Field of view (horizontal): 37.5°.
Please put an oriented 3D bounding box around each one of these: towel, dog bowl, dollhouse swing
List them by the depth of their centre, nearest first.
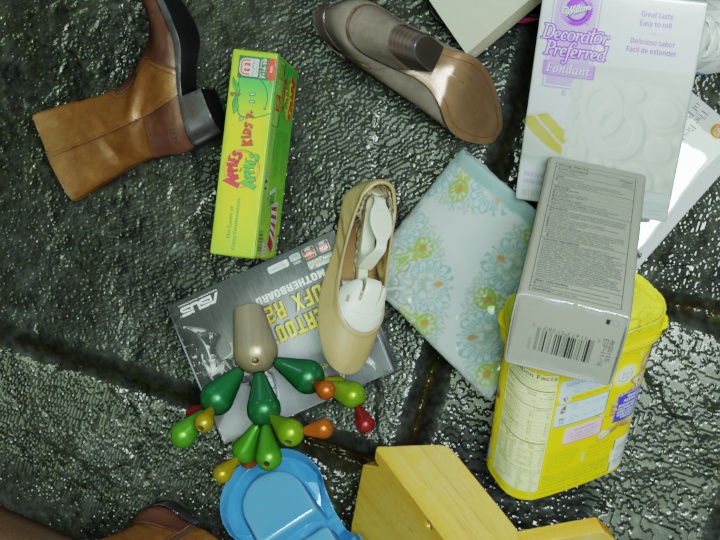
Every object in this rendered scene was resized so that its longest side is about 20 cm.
[{"bbox_3d":[0.113,0.265,1.038,0.175,0.201,0.182,-17,45,-27],"label":"dollhouse swing"},{"bbox_3d":[0.118,0.003,1.054,0.200,0.048,0.171,45,101,24],"label":"towel"},{"bbox_3d":[-0.063,0.274,1.070,0.111,0.050,0.200,-31,55,-9],"label":"dog bowl"}]

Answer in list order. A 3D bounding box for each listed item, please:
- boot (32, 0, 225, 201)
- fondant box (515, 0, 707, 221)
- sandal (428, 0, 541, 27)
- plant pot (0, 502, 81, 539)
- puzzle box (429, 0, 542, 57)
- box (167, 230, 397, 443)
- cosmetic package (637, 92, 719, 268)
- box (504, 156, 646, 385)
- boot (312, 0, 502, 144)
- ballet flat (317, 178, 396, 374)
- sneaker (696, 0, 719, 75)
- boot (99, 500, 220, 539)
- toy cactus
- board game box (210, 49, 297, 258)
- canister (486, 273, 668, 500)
[{"bbox_3d":[-0.260,-0.196,1.141,0.198,0.068,0.190,-19,96,15],"label":"boot"},{"bbox_3d":[0.228,-0.157,0.982,0.143,0.058,0.202,10,111,12],"label":"fondant box"},{"bbox_3d":[0.167,-0.280,1.072,0.198,0.045,0.076,2,93,8],"label":"sandal"},{"bbox_3d":[-0.358,0.345,1.096,0.197,0.200,0.202,18,93,0],"label":"plant pot"},{"bbox_3d":[0.108,-0.330,1.053,0.133,0.025,0.201,-38,71,22],"label":"puzzle box"},{"bbox_3d":[-0.081,0.069,1.113,0.199,0.048,0.160,-23,87,8],"label":"box"},{"bbox_3d":[0.286,-0.076,1.056,0.082,0.051,0.200,40,96,5],"label":"cosmetic package"},{"bbox_3d":[0.186,-0.006,0.909,0.094,0.201,0.078,13,131,11],"label":"box"},{"bbox_3d":[0.045,-0.204,1.067,0.146,0.200,0.071,27,80,42],"label":"boot"},{"bbox_3d":[0.000,0.000,1.047,0.068,0.063,0.202,15,68,-26],"label":"ballet flat"},{"bbox_3d":[0.304,-0.223,1.026,0.198,0.081,0.077,-2,107,5],"label":"sneaker"},{"bbox_3d":[-0.165,0.304,1.045,0.188,0.200,0.069,40,95,6],"label":"boot"},{"bbox_3d":[-0.093,0.117,1.059,0.198,0.102,0.166,-15,71,11],"label":"toy cactus"},{"bbox_3d":[-0.107,-0.115,1.087,0.047,0.102,0.202,7,92,8],"label":"board game box"},{"bbox_3d":[0.194,0.110,0.992,0.147,0.087,0.201,-14,131,-20],"label":"canister"}]
